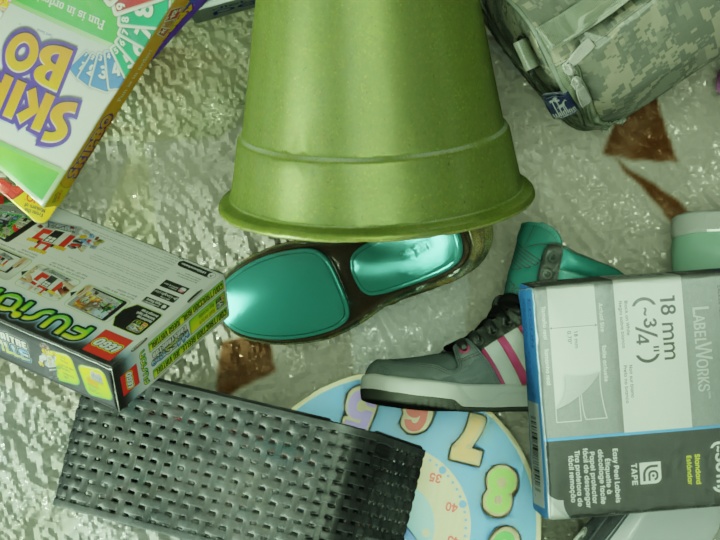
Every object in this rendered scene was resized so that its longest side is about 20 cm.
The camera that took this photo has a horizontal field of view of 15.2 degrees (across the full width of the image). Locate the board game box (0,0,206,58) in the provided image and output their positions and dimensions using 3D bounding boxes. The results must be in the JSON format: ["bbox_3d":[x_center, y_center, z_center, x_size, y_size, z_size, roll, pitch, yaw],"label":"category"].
[{"bbox_3d":[-0.199,-0.212,1.728,0.134,0.045,0.200,-45,78,19],"label":"board game box"}]

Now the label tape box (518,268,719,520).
[{"bbox_3d":[0.204,0.072,1.669,0.199,0.063,0.145,-4,91,-5],"label":"label tape box"}]

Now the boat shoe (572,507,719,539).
[{"bbox_3d":[0.152,0.204,1.747,0.072,0.068,0.200,33,98,-21],"label":"boat shoe"}]

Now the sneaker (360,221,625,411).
[{"bbox_3d":[0.095,0.030,1.729,0.199,0.084,0.122,0,87,-19],"label":"sneaker"}]

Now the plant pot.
[{"bbox_3d":[0.004,-0.134,1.662,0.199,0.200,0.191,-4,106,0],"label":"plant pot"}]

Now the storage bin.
[{"bbox_3d":[-0.074,0.128,1.686,0.199,0.135,0.094,11,84,20],"label":"storage bin"}]

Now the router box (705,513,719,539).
[{"bbox_3d":[0.310,0.213,1.752,0.199,0.052,0.158,20,88,1],"label":"router box"}]

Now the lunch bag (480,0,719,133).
[{"bbox_3d":[0.176,-0.184,1.703,0.200,0.168,0.140,-36,89,0],"label":"lunch bag"}]

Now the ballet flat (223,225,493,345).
[{"bbox_3d":[0.000,0.000,1.744,0.199,0.071,0.071,-19,89,30],"label":"ballet flat"}]

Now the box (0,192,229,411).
[{"bbox_3d":[-0.193,0.012,1.691,0.199,0.035,0.110,22,45,31],"label":"box"}]

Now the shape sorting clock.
[{"bbox_3d":[0.019,0.166,1.760,0.199,0.039,0.201,0,89,0],"label":"shape sorting clock"}]

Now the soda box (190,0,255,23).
[{"bbox_3d":[-0.023,-0.219,1.754,0.199,0.068,0.064,-15,89,-1],"label":"soda box"}]

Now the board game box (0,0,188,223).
[{"bbox_3d":[-0.186,-0.134,1.692,0.095,0.030,0.200,39,110,15],"label":"board game box"}]

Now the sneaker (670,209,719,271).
[{"bbox_3d":[0.302,0.021,1.744,0.199,0.074,0.119,-1,82,10],"label":"sneaker"}]

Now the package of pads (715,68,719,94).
[{"bbox_3d":[0.323,-0.169,1.723,0.076,0.120,0.200,41,90,-16],"label":"package of pads"}]
